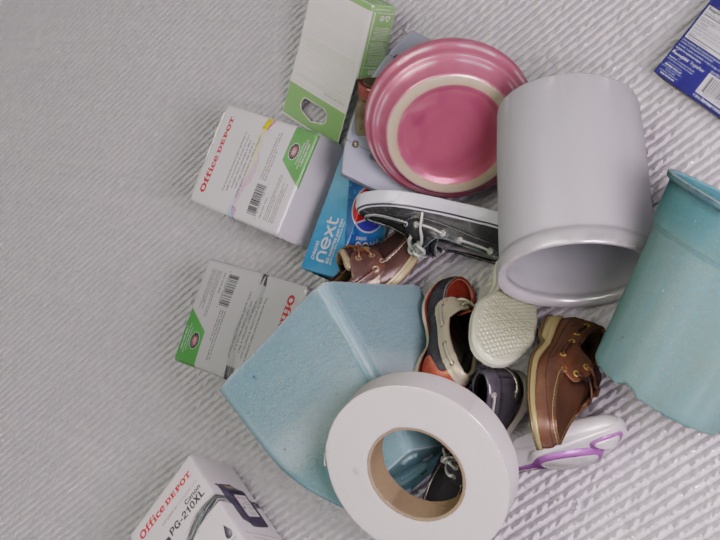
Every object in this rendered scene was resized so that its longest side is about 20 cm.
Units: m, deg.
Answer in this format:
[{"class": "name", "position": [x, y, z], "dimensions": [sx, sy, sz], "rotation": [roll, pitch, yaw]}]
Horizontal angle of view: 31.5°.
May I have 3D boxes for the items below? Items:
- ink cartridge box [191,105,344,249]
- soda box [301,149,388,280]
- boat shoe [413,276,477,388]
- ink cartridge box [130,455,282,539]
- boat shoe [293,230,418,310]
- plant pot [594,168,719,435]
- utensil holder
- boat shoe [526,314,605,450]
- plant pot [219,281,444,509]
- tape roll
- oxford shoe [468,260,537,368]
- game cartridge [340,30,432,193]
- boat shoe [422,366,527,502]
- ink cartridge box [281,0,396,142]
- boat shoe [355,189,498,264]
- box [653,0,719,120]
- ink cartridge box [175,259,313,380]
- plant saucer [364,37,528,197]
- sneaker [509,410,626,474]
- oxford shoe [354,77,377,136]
[{"class": "ink cartridge box", "position": [-0.121, -0.127, 1.732], "dimensions": [0.200, 0.084, 0.145], "rotation": [23, 90, 44]}, {"class": "soda box", "position": [-0.001, -0.081, 1.623], "dimensions": [0.068, 0.064, 0.201], "rotation": [15, 84, 44]}, {"class": "boat shoe", "position": [0.106, 0.068, 1.423], "dimensions": [0.063, 0.071, 0.200], "rotation": [-42, 18, 34]}, {"class": "ink cartridge box", "position": [-0.184, 0.353, 1.595], "dimensions": [0.145, 0.084, 0.200], "rotation": [-53, 47, 11]}, {"class": "boat shoe", "position": [0.000, 0.000, 1.544], "dimensions": [0.200, 0.072, 0.072], "rotation": [-44, 19, -8]}, {"class": "plant pot", "position": [0.332, 0.036, 1.207], "dimensions": [0.200, 0.200, 0.197], "rotation": [40, 108, 43]}, {"class": "utensil holder", "position": [0.227, -0.083, 1.357], "dimensions": [0.169, 0.170, 0.201], "rotation": [-18, 59, 35]}, {"class": "boat shoe", "position": [0.211, 0.108, 1.303], "dimensions": [0.067, 0.072, 0.200], "rotation": [-3, 29, 19]}, {"class": "plant pot", "position": [0.003, 0.152, 1.439], "dimensions": [0.196, 0.195, 0.200], "rotation": [-45, 64, 27]}, {"class": "tape roll", "position": [0.061, 0.200, 1.299], "dimensions": [0.202, 0.037, 0.204], "rotation": [10, 115, 21]}, {"class": "oxford shoe", "position": [0.152, 0.052, 1.386], "dimensions": [0.058, 0.075, 0.200], "rotation": [-52, 7, 31]}, {"class": "game cartridge", "position": [0.061, -0.185, 1.570], "dimensions": [0.133, 0.042, 0.201], "rotation": [26, 86, 4]}, {"class": "boat shoe", "position": [0.105, 0.187, 1.337], "dimensions": [0.073, 0.063, 0.201], "rotation": [43, 111, 47]}, {"class": "ink cartridge box", "position": [-0.032, -0.286, 1.748], "dimensions": [0.145, 0.048, 0.201], "rotation": [37, 121, 44]}, {"class": "boat shoe", "position": [0.083, -0.046, 1.502], "dimensions": [0.198, 0.074, 0.068], "rotation": [13, 79, 13]}, {"class": "box", "position": [0.417, -0.259, 1.348], "dimensions": [0.200, 0.032, 0.121], "rotation": [-53, 47, 13]}, {"class": "ink cartridge box", "position": [-0.131, 0.081, 1.658], "dimensions": [0.199, 0.084, 0.147], "rotation": [16, 84, 44]}, {"class": "plant saucer", "position": [0.104, -0.166, 1.471], "dimensions": [0.200, 0.200, 0.051], "rotation": [-39, 25, 23]}, {"class": "sneaker", "position": [0.185, 0.165, 1.352], "dimensions": [0.199, 0.075, 0.100], "rotation": [-17, 64, 36]}, {"class": "oxford shoe", "position": [0.089, -0.180, 1.532], "dimensions": [0.071, 0.199, 0.075], "rotation": [-88, 9, -65]}]
